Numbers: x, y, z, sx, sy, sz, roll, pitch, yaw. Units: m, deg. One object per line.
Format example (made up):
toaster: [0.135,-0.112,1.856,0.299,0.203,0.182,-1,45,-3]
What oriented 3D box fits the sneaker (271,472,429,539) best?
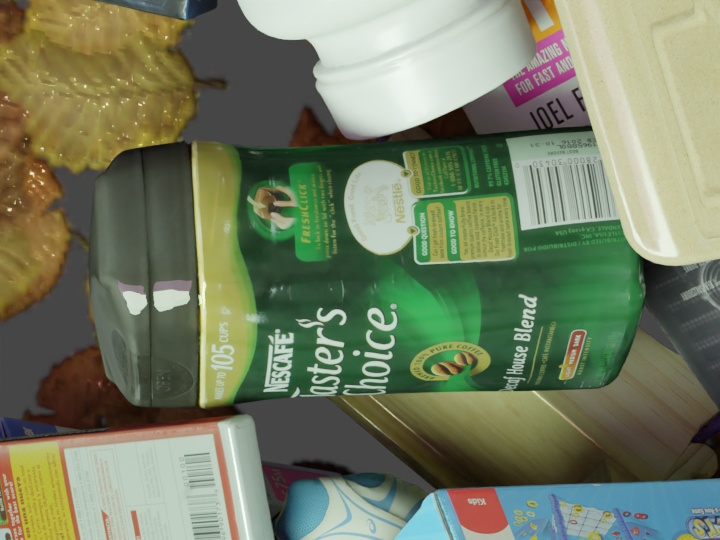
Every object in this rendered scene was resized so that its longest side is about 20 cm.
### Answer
sneaker: [-0.006,0.126,0.984,0.072,0.200,0.072,25,69,6]

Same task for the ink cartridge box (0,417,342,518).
ink cartridge box: [-0.111,0.128,1.020,0.200,0.042,0.119,14,118,-28]

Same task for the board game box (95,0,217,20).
board game box: [-0.150,-0.192,1.003,0.200,0.035,0.136,13,110,16]

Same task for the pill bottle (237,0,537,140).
pill bottle: [-0.010,-0.154,0.877,0.112,0.112,0.200,-18,106,24]

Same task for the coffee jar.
coffee jar: [0.000,0.000,0.880,0.200,0.104,0.085,-2,62,-5]

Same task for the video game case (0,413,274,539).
video game case: [-0.113,0.134,0.919,0.200,0.017,0.143,-8,93,33]

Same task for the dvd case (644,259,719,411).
dvd case: [0.192,0.013,0.922,0.149,0.016,0.200,-27,107,34]

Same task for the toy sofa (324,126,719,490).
toy sofa: [0.048,0.042,0.988,0.200,0.098,0.083,40,140,4]

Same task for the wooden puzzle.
wooden puzzle: [0.138,-0.103,0.759,0.200,0.046,0.186,-14,94,58]

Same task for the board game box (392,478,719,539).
board game box: [0.072,0.156,0.919,0.196,0.200,0.056,-54,47,42]

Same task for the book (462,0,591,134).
book: [0.082,-0.120,0.940,0.133,0.048,0.200,-27,96,31]
